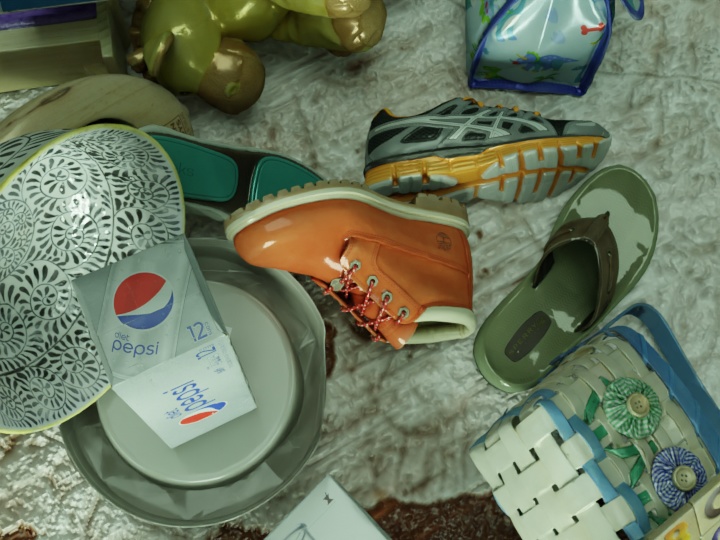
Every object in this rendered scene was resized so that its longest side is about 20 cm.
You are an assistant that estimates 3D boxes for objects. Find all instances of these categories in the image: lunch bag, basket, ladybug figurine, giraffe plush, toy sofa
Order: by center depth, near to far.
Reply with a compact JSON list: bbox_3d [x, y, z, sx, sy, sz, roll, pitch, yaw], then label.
[{"bbox_3d":[0.189,0.127,0.723,0.198,0.139,0.178,-21,72,-43],"label":"basket"},{"bbox_3d":[-0.210,-0.070,0.783,0.199,0.138,0.071,-34,33,-28],"label":"ladybug figurine"},{"bbox_3d":[0.148,-0.254,0.804,0.125,0.200,0.174,2,71,0],"label":"lunch bag"},{"bbox_3d":[-0.099,-0.195,0.810,0.199,0.173,0.163,38,85,15],"label":"giraffe plush"},{"bbox_3d":[-0.282,-0.178,0.830,0.196,0.083,0.100,-8,73,-4],"label":"toy sofa"}]

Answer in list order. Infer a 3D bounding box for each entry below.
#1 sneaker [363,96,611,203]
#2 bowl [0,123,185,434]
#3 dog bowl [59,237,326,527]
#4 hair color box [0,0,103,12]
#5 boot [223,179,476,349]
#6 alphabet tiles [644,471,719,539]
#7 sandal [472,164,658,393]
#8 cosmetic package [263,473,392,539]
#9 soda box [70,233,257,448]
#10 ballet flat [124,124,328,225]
[{"bbox_3d":[0.095,-0.098,0.819,0.196,0.079,0.079,-6,63,-4],"label":"sneaker"},{"bbox_3d":[-0.210,-0.010,0.671,0.093,0.201,0.203,24,72,24],"label":"bowl"},{"bbox_3d":[-0.115,0.082,0.762,0.196,0.059,0.204,1,72,-2],"label":"dog bowl"},{"bbox_3d":[-0.212,-0.252,0.803,0.098,0.201,0.062,-7,117,-4],"label":"hair color box"},{"bbox_3d":[0.000,0.000,0.750,0.197,0.075,0.109,4,66,-28],"label":"boot"},{"bbox_3d":[0.210,0.214,0.668,0.165,0.202,0.006,-36,39,-12],"label":"alphabet tiles"},{"bbox_3d":[0.161,0.006,0.794,0.079,0.057,0.202,35,75,9],"label":"sandal"},{"bbox_3d":[-0.038,0.261,0.695,0.200,0.052,0.151,-44,70,-8],"label":"cosmetic package"},{"bbox_3d":[-0.110,0.050,0.637,0.067,0.200,0.064,-24,74,-8],"label":"soda box"},{"bbox_3d":[-0.096,-0.060,0.789,0.197,0.069,0.071,16,67,-35],"label":"ballet flat"}]
